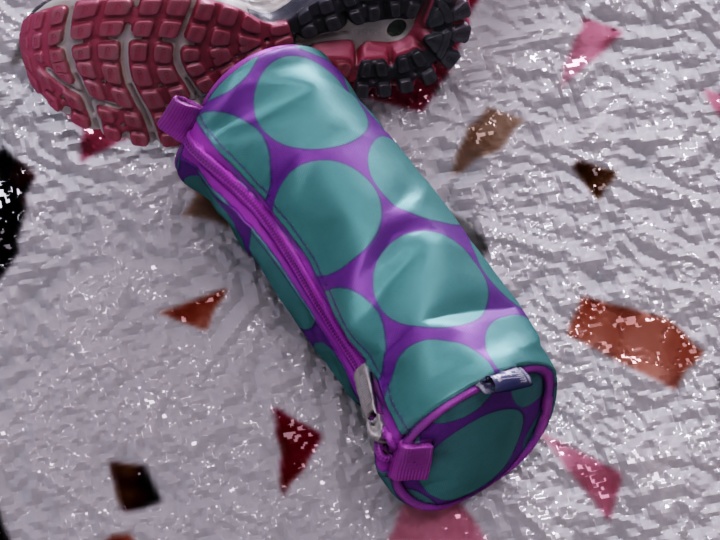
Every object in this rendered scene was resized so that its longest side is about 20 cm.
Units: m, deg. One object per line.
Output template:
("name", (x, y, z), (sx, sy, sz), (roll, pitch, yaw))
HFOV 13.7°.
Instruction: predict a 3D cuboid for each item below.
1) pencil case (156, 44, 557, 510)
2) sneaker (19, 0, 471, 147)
("pencil case", (0.000, 0.000, 1.264), (0.092, 0.085, 0.200), (-12, 55, -40))
("sneaker", (-0.054, -0.110, 1.342), (0.200, 0.081, 0.075), (-7, 38, -12))
